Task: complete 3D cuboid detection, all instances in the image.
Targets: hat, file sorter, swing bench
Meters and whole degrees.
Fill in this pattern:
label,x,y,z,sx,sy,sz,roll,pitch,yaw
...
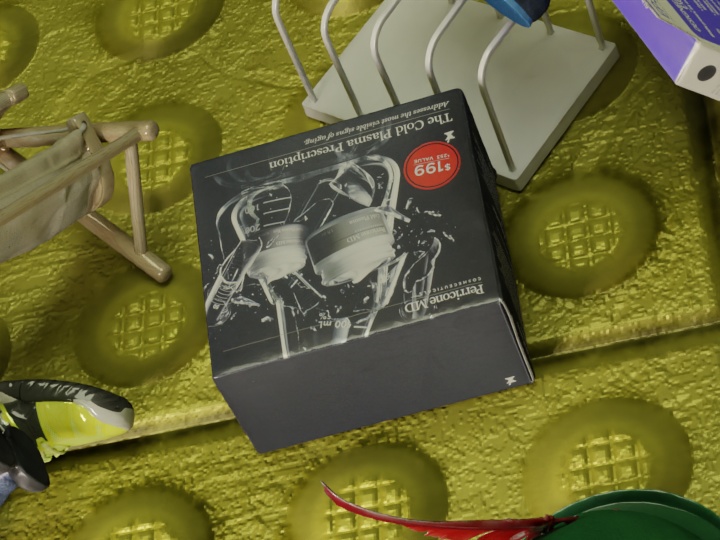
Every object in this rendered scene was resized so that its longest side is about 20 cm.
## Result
label,x,y,z,sx,sy,sz,roll,pitch,yaw
hat,0.123,0.162,1.363,0.200,0.176,0.166,-35,49,-10
file sorter,0.058,-0.173,1.701,0.199,0.125,0.139,22,63,33
swing bench,-0.273,-0.036,1.665,0.199,0.130,0.199,19,37,32

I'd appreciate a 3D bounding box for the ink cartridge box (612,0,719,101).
label,x,y,z,sx,sy,sz,roll,pitch,yaw
ink cartridge box,0.212,-0.187,1.617,0.043,0.199,0.199,-52,44,22

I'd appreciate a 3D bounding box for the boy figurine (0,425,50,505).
label,x,y,z,sx,sy,sz,roll,pitch,yaw
boy figurine,-0.304,0.174,1.558,0.200,0.124,0.065,-41,45,10

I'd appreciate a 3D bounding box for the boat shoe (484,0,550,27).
label,x,y,z,sx,sy,sz,roll,pitch,yaw
boat shoe,0.077,-0.244,1.610,0.069,0.084,0.200,-40,52,3

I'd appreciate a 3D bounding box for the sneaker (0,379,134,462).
label,x,y,z,sx,sy,sz,roll,pitch,yaw
sneaker,-0.249,0.118,1.627,0.199,0.075,0.077,-6,76,15

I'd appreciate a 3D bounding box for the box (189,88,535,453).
label,x,y,z,sx,sy,sz,roll,pitch,yaw
box,0.000,0.000,1.586,0.199,0.104,0.183,-16,54,8
